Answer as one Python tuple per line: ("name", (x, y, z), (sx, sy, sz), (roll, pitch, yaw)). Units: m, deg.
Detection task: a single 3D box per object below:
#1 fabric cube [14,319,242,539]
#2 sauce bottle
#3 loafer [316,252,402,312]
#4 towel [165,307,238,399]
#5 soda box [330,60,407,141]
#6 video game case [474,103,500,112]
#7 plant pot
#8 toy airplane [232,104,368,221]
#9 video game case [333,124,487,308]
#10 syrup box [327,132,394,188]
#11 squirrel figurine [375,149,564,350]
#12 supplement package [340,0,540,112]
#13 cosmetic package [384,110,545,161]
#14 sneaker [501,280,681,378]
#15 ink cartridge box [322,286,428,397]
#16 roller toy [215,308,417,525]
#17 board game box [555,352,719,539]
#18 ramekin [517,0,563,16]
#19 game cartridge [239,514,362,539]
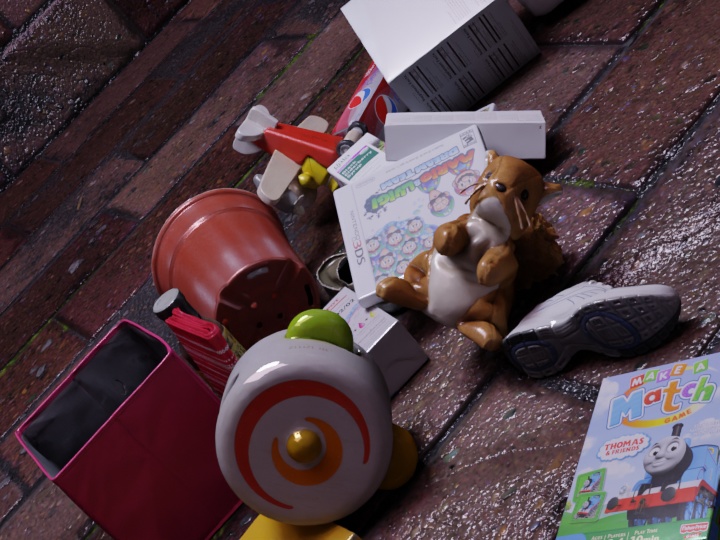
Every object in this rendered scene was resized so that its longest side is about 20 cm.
("fabric cube", (-0.256, 0.210, 1.593), (0.200, 0.200, 0.196), (-47, 25, -12))
("sauce bottle", (-0.177, 0.105, 1.643), (0.064, 0.200, 0.065), (-30, 29, 19))
("loafer", (0.000, 0.000, 1.708), (0.075, 0.070, 0.199), (-50, 27, -18))
("towel", (-0.144, 0.133, 1.555), (0.022, 0.201, 0.144), (-40, 23, -18))
("soda box", (0.031, -0.262, 2.076), (0.063, 0.070, 0.201), (-18, 34, 44))
("video game case", (0.099, -0.131, 1.832), (0.181, 0.023, 0.201), (-24, 30, 35))
("plant pot", (-0.156, 0.018, 1.782), (0.201, 0.201, 0.195), (-43, 34, -3))
("toy airplane", (-0.092, -0.156, 1.929), (0.198, 0.142, 0.199), (-13, 39, -28))
("video game case", (0.072, -0.066, 1.584), (0.198, 0.024, 0.183), (-24, 48, 12))
("syrup box", (0.033, -0.111, 1.770), (0.079, 0.082, 0.200), (-41, 26, -4))
("squirrel figurine", (0.138, -0.030, 1.427), (0.141, 0.200, 0.188), (26, 100, 22))
("supplement package", (0.115, -0.346, 1.937), (0.199, 0.147, 0.192), (-36, 49, 10))
("cosmetic package", (0.130, -0.168, 1.677), (0.197, 0.051, 0.083), (0, 15, 4))
("sneaker", (0.229, 0.041, 1.324), (0.199, 0.075, 0.087), (-16, 30, 42))
("ink cartridge box", (-0.017, 0.094, 1.587), (0.115, 0.068, 0.200), (-45, 26, -8))
("roller toy", (-0.055, 0.163, 1.381), (0.181, 0.201, 0.140), (-31, 12, 6))
("board game box", (0.253, 0.163, 1.135), (0.150, 0.037, 0.201), (-19, 33, 41))
("ramekin", (0.237, -0.467, 1.968), (0.105, 0.200, 0.200), (-45, 24, 11))
("game cartridge", (-0.100, 0.335, 1.376), (0.201, 0.032, 0.176), (-52, 27, -16))
